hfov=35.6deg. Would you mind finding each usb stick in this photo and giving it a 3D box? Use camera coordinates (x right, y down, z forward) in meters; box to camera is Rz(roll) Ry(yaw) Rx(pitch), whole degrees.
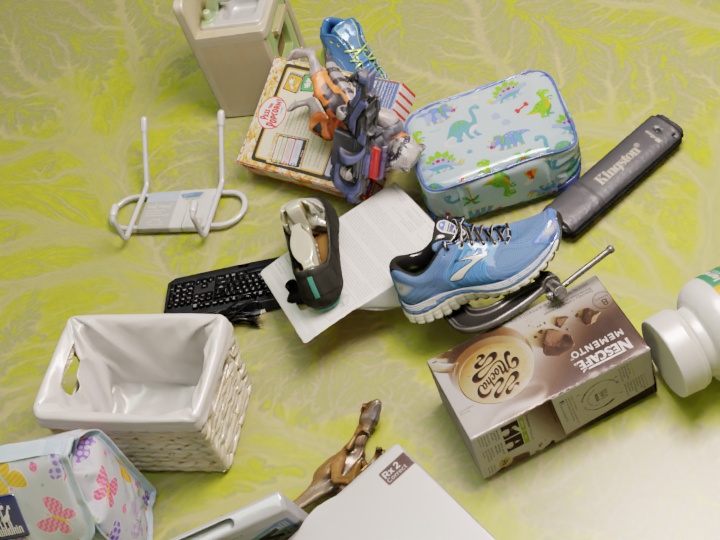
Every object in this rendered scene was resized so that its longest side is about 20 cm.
[{"bbox_3d":[0.293,-0.110,1.301,0.200,0.033,0.055,-40,50,-14],"label":"usb stick"}]

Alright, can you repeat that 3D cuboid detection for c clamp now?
[{"bbox_3d":[0.160,0.010,1.208,0.170,0.027,0.200,-36,22,-7],"label":"c clamp"}]

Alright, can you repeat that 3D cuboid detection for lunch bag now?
[{"bbox_3d":[-0.322,0.239,1.125,0.168,0.201,0.128,-10,50,10],"label":"lunch bag"},{"bbox_3d":[0.159,-0.151,1.348,0.198,0.083,0.162,-18,50,4],"label":"lunch bag"}]

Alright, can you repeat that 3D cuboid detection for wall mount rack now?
[{"bbox_3d":[-0.242,-0.120,1.465,0.198,0.075,0.175,-2,52,17],"label":"wall mount rack"}]

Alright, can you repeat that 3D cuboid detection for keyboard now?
[{"bbox_3d":[-0.145,0.023,1.342,0.198,0.040,0.105,-13,49,10],"label":"keyboard"}]

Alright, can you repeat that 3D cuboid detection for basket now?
[{"bbox_3d":[-0.230,0.136,1.226,0.198,0.124,0.136,-1,52,17],"label":"basket"}]

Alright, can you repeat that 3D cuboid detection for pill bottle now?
[{"bbox_3d":[0.383,0.042,1.097,0.199,0.113,0.113,-27,49,-2],"label":"pill bottle"}]

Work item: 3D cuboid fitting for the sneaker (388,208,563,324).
[{"bbox_3d":[0.117,-0.018,1.167,0.199,0.089,0.079,-25,23,20],"label":"sneaker"}]

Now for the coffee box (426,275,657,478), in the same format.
[{"bbox_3d":[0.184,0.107,1.135,0.199,0.080,0.113,-26,46,-2],"label":"coffee box"}]

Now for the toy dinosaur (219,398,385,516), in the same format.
[{"bbox_3d":[-0.033,0.219,1.149,0.200,0.061,0.106,-41,27,-21],"label":"toy dinosaur"}]

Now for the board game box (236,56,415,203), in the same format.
[{"bbox_3d":[-0.046,-0.180,1.427,0.199,0.046,0.153,18,85,29],"label":"board game box"}]

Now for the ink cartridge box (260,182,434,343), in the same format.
[{"bbox_3d":[0.000,0.000,1.293,0.199,0.050,0.162,-35,39,-3],"label":"ink cartridge box"}]

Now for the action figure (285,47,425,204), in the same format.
[{"bbox_3d":[-0.002,-0.190,1.308,0.193,0.201,0.104,41,55,16],"label":"action figure"}]

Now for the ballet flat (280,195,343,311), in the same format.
[{"bbox_3d":[-0.056,-0.041,1.277,0.068,0.069,0.201,-25,39,7],"label":"ballet flat"}]

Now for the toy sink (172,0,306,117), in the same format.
[{"bbox_3d":[-0.155,-0.328,1.517,0.111,0.201,0.131,-3,51,17],"label":"toy sink"}]

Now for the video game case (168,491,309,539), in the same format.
[{"bbox_3d":[-0.133,0.266,1.043,0.181,0.200,0.022,-24,68,0],"label":"video game case"}]

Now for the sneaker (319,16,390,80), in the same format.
[{"bbox_3d":[-0.007,-0.265,1.478,0.075,0.105,0.200,-31,49,-10],"label":"sneaker"}]

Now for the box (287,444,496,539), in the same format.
[{"bbox_3d":[0.034,0.304,0.997,0.199,0.131,0.200,-40,51,-13],"label":"box"}]
